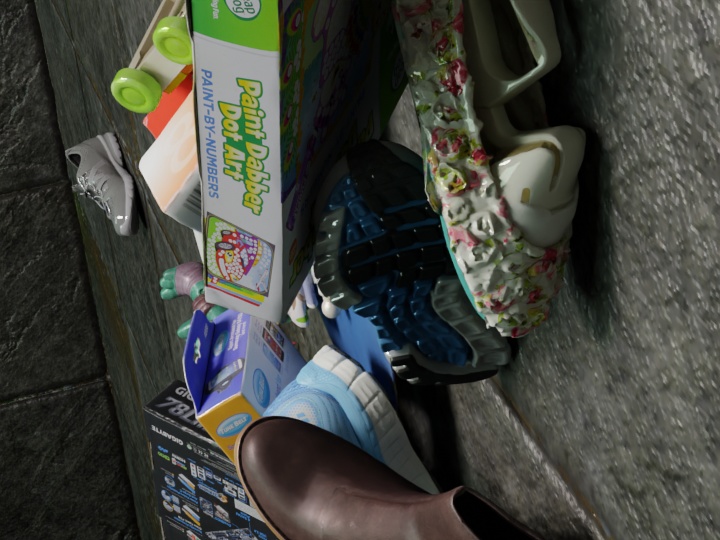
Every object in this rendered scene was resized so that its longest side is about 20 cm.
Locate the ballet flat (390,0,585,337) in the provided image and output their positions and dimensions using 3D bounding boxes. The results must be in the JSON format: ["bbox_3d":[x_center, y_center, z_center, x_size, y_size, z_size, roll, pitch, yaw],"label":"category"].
[{"bbox_3d":[0.057,-0.068,0.626,0.064,0.075,0.202,-8,103,42],"label":"ballet flat"}]

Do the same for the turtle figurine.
[{"bbox_3d":[-0.116,0.085,1.349,0.200,0.100,0.151,-126,32,-46],"label":"turtle figurine"}]

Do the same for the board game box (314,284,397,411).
[{"bbox_3d":[0.000,0.000,0.960,0.200,0.039,0.159,-149,40,-73],"label":"board game box"}]

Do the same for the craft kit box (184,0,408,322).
[{"bbox_3d":[-0.017,-0.114,0.672,0.198,0.048,0.201,96,-164,-49],"label":"craft kit box"}]

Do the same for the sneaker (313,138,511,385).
[{"bbox_3d":[0.020,-0.018,0.730,0.200,0.074,0.087,63,-163,-60],"label":"sneaker"}]

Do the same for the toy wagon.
[{"bbox_3d":[-0.091,-0.189,0.956,0.200,0.039,0.156,-34,30,53],"label":"toy wagon"}]

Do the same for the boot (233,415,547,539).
[{"bbox_3d":[0.028,0.128,0.790,0.200,0.072,0.166,38,155,2],"label":"boot"}]

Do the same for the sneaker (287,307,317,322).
[{"bbox_3d":[-0.061,-0.039,1.068,0.201,0.073,0.119,83,173,-62],"label":"sneaker"}]

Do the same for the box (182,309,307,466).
[{"bbox_3d":[-0.044,0.109,0.994,0.201,0.041,0.119,56,-164,-25],"label":"box"}]

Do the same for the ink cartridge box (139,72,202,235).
[{"bbox_3d":[-0.083,-0.129,0.938,0.163,0.050,0.200,-53,35,10],"label":"ink cartridge box"}]

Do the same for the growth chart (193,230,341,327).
[{"bbox_3d":[-0.072,-0.027,1.004,0.200,0.018,0.146,9,121,60],"label":"growth chart"}]

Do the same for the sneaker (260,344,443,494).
[{"bbox_3d":[-0.001,0.145,0.930,0.201,0.090,0.078,60,168,-20],"label":"sneaker"}]

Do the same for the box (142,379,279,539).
[{"bbox_3d":[-0.086,0.212,1.263,0.199,0.050,0.200,21,134,30],"label":"box"}]

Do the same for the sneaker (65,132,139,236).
[{"bbox_3d":[-0.363,-0.112,2.128,0.200,0.081,0.075,-119,21,-45],"label":"sneaker"}]
